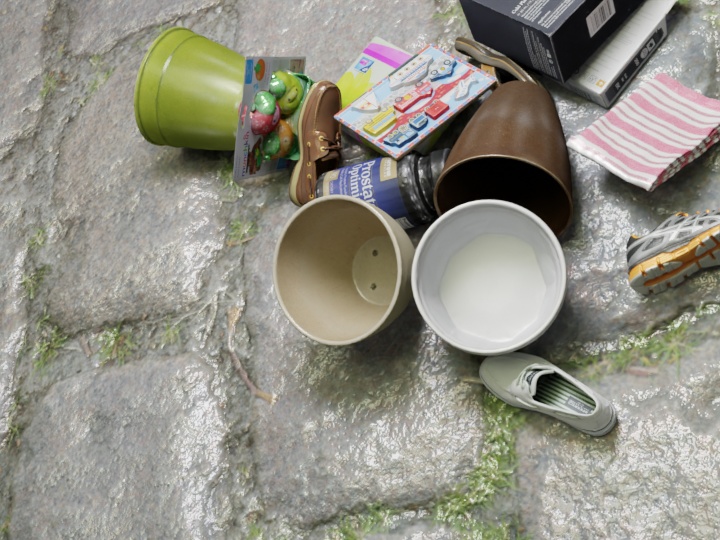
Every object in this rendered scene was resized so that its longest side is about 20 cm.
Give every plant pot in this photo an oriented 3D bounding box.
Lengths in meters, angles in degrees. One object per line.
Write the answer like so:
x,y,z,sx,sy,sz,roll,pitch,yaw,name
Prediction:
-0.231,-0.276,1.951,0.193,0.200,0.200,18,73,22,plant pot
0.209,-0.163,1.657,0.187,0.187,0.200,-6,48,25,plant pot

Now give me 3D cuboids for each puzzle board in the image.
0.079,-0.254,1.760,0.200,0.017,0.151,-39,50,-17,puzzle board

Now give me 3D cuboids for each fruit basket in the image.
-0.131,-0.232,1.816,0.094,0.200,0.185,11,103,15,fruit basket

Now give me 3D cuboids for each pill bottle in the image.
0.045,-0.112,1.743,0.200,0.112,0.112,-14,57,21,pill bottle

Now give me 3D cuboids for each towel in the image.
0.394,-0.191,1.610,0.200,0.030,0.146,-36,48,-24,towel

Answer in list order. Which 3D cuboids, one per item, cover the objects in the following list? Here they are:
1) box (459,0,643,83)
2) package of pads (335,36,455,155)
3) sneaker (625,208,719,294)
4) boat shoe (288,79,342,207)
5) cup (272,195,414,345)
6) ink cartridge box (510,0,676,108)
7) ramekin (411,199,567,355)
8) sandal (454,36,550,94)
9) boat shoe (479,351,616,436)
0.278,-0.398,1.720,0.200,0.104,0.182,-45,53,-11,box
0.049,-0.259,1.851,0.200,0.068,0.155,33,81,38,package of pads
0.427,-0.044,1.524,0.200,0.078,0.077,-23,49,16,sneaker
-0.055,-0.187,1.820,0.068,0.072,0.200,24,109,46,boat shoe
0.000,0.000,1.656,0.200,0.143,0.200,0,90,29,cup
0.343,-0.358,1.766,0.198,0.043,0.200,35,84,37,ink cartridge box
0.171,0.014,1.574,0.200,0.105,0.200,-2,81,10,ramekin
0.205,-0.290,1.783,0.200,0.082,0.055,38,101,36,sandal
0.233,0.144,1.525,0.200,0.067,0.074,19,73,35,boat shoe
